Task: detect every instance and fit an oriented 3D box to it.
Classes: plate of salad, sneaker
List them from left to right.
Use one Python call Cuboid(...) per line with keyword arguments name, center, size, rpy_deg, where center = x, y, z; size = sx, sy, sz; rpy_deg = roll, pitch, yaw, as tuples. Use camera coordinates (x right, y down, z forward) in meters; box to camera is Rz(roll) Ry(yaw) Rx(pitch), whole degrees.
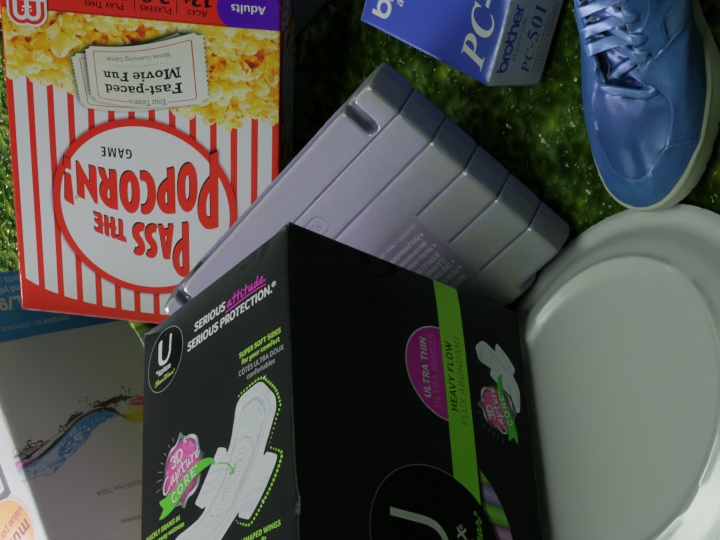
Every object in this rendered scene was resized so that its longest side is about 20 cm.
Cuboid(name="sneaker", center=(0.104, -0.124, 0.728), size=(0.076, 0.111, 0.203), rpy_deg=(12, 104, 42))
Cuboid(name="plate of salad", center=(0.126, 0.068, 0.766), size=(0.199, 0.048, 0.202), rpy_deg=(-27, 54, 45))

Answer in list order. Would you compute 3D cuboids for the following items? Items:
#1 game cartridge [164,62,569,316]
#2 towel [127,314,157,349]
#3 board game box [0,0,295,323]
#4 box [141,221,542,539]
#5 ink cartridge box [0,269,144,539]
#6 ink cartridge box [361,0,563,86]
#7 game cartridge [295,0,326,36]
Cuboid(name="game cartridge", center=(0.000, 0.000, 0.859), size=(0.129, 0.039, 0.200), rpy_deg=(38, 129, -11))
Cuboid(name="towel", center=(-0.086, 0.121, 0.967), size=(0.018, 0.086, 0.202), rpy_deg=(-24, 77, 9))
Cuboid(name="board game box", center=(-0.112, -0.068, 0.908), size=(0.149, 0.046, 0.202), rpy_deg=(5, 118, 7))
Cuboid(name="box", center=(-0.009, 0.109, 0.759), size=(0.124, 0.147, 0.202), rpy_deg=(-33, 49, 41))
Cuboid(name="ink cartridge box", center=(-0.190, 0.117, 1.022), size=(0.147, 0.144, 0.202), rpy_deg=(-35, 73, 40))
Cuboid(name="ink cartridge box", center=(0.068, -0.199, 0.798), size=(0.094, 0.044, 0.202), rpy_deg=(32, 117, 38))
Cuboid(name="game cartridge", center=(-0.071, -0.188, 0.941), size=(0.200, 0.040, 0.134), rpy_deg=(-41, 72, 39))
